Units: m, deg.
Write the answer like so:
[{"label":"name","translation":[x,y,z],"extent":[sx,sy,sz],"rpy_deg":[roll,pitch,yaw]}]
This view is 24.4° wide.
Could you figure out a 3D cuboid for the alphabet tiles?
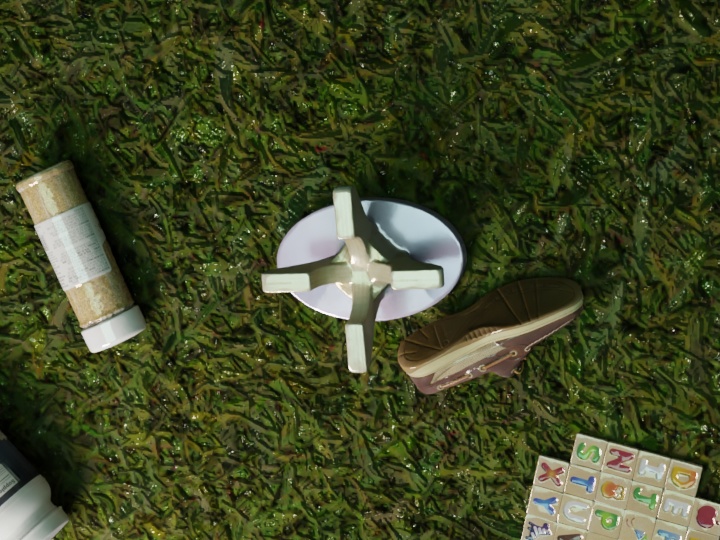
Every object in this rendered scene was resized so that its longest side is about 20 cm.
[{"label":"alphabet tiles","translation":[0.271,0.262,1.725],"extent":[0.198,0.006,0.168],"rpy_deg":[14,105,12]}]

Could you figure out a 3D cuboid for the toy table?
[{"label":"toy table","translation":[0.000,0.000,1.686],"extent":[0.198,0.117,0.185],"rpy_deg":[-14,98,17]}]

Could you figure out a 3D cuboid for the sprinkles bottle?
[{"label":"sprinkles bottle","translation":[-0.300,-0.015,1.790],"extent":[0.068,0.068,0.201],"rpy_deg":[-22,95,19]}]

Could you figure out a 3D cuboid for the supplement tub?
[{"label":"supplement tub","translation":[-0.434,0.244,1.845],"extent":[0.140,0.140,0.200],"rpy_deg":[-43,89,19]}]

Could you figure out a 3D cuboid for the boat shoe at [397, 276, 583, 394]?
[{"label":"boat shoe","translation":[0.140,0.072,1.697],"extent":[0.199,0.072,0.072],"rpy_deg":[-25,125,8]}]
